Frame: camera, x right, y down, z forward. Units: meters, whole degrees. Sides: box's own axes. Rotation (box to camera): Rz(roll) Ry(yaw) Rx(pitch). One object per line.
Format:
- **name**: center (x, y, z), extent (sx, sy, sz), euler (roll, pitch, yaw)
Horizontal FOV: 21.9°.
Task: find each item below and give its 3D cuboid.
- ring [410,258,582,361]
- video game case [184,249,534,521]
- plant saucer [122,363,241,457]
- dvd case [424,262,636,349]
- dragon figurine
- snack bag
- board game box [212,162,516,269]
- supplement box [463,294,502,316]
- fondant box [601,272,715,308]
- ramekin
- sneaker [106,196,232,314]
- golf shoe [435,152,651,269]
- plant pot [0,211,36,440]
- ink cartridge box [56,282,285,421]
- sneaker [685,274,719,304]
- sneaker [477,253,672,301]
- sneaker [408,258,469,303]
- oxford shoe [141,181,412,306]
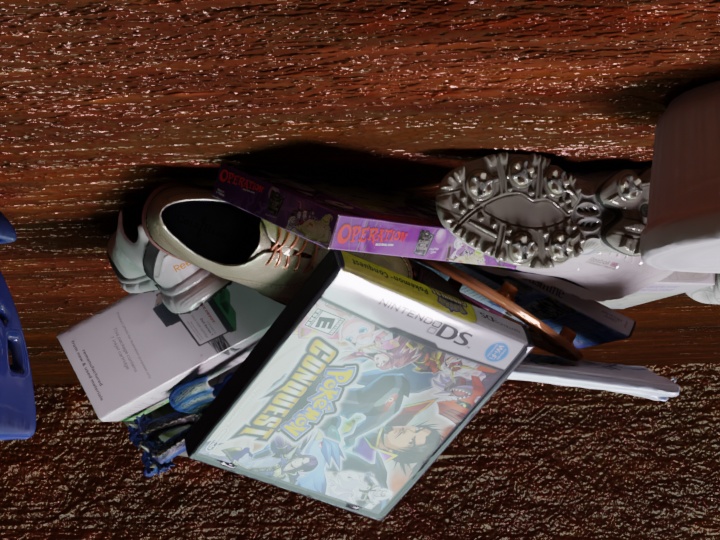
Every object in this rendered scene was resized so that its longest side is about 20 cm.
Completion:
- **ring**: center (0.094, 0.016, 1.500), extent (0.199, 0.019, 0.200), euler (31, 176, 3)
- **video game case**: center (-0.001, 0.089, 1.353), extent (0.180, 0.026, 0.200), euler (22, 120, -31)
- **plant saucer**: center (-0.124, 0.076, 1.637), extent (0.198, 0.202, 0.050), euler (-3, 152, 15)
- **dvd case**: center (0.122, 0.013, 1.578), extent (0.199, 0.018, 0.143), euler (26, 169, -9)
- **dragon figurine**: center (-0.112, 0.109, 1.487), extent (0.099, 0.059, 0.200), euler (-24, 173, -41)
- **snack bag**: center (0.158, 0.084, 1.495), extent (0.187, 0.022, 0.200), euler (7, -179, -1)
- **board game box**: center (0.008, -0.037, 1.287), extent (0.120, 0.033, 0.199), euler (30, -165, 39)
- **supplement box**: center (0.023, 0.059, 1.731), extent (0.130, 0.104, 0.200), euler (20, 171, -26)
- **fondant box**: center (0.205, -0.004, 1.645), extent (0.143, 0.059, 0.200), euler (1, 172, -15)
- **ramekin**: center (0.260, -0.056, 1.083), extent (0.200, 0.095, 0.202), euler (-2, 172, 0)
- **sneaker**: center (-0.154, -0.026, 1.421), extent (0.074, 0.080, 0.200), euler (-38, -161, -16)
- **golf shoe**: center (0.126, -0.038, 1.302), extent (0.198, 0.079, 0.097), euler (4, 177, -30)
- **plant pot**: center (-0.356, 0.031, 1.316), extent (0.198, 0.182, 0.200), euler (-4, 172, 19)
- **ink cartridge box**: center (-0.133, 0.043, 1.534), extent (0.199, 0.085, 0.146), euler (-29, 175, 0)
- **sneaker**: center (0.333, 0.004, 1.712), extent (0.080, 0.076, 0.200), euler (6, 174, 10)
- **sneaker**: center (0.182, -0.022, 1.448), extent (0.198, 0.077, 0.080), euler (2, 167, -30)
- **sneaker**: center (0.000, 0.000, 1.400), extent (0.199, 0.076, 0.116), euler (23, 162, -3)
- **oxford shoe**: center (-0.056, -0.010, 1.303), extent (0.198, 0.071, 0.074), euler (13, -178, -9)
